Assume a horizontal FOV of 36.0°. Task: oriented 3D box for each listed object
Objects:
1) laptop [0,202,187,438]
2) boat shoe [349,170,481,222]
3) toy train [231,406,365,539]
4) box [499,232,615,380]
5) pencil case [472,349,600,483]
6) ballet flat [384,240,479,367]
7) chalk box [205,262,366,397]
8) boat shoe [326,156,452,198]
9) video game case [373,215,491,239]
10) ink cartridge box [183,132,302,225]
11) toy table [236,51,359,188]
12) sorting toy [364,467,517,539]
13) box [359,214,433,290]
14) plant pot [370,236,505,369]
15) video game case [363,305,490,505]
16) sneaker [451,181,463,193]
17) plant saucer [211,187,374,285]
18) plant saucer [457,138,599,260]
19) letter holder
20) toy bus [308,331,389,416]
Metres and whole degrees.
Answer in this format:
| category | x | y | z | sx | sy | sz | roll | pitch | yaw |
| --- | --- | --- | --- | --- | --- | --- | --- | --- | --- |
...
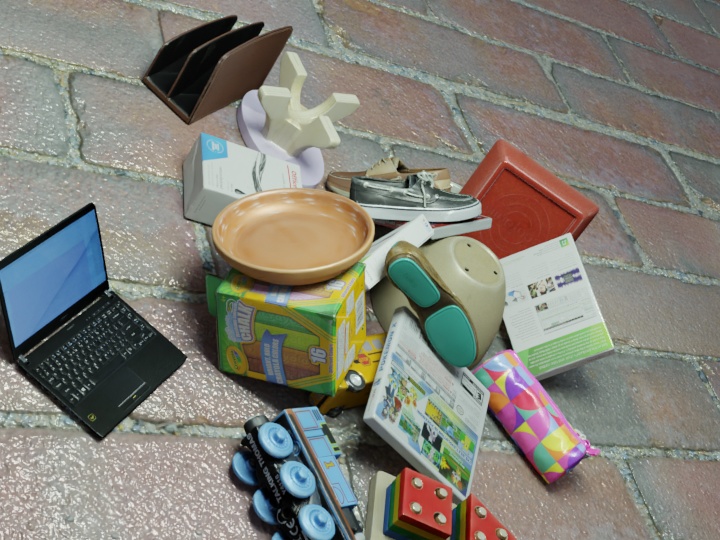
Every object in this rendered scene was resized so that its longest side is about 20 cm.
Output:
| category | x | y | z | sx | sy | sz | roll | pitch | yaw |
| --- | --- | --- | --- | --- | --- | --- | --- | --- | --- |
| laptop | -0.297 | 0.052 | 1.252 | 0.200 | 0.103 | 0.177 | 41 | 38 | 2 |
| boat shoe | 0.081 | -0.111 | 1.615 | 0.198 | 0.068 | 0.074 | 3 | 15 | -5 |
| toy train | -0.064 | 0.249 | 1.264 | 0.114 | 0.087 | 0.200 | 0 | 52 | -47 |
| box | 0.286 | 0.058 | 1.686 | 0.036 | 0.144 | 0.201 | 50 | 22 | -62 |
| pencil case | 0.243 | 0.203 | 1.566 | 0.200 | 0.088 | 0.088 | 50 | 38 | 15 |
| ballet flat | 0.095 | 0.037 | 1.444 | 0.200 | 0.068 | 0.072 | 51 | 22 | -25 |
| chalk box | -0.104 | 0.053 | 1.367 | 0.199 | 0.125 | 0.124 | 10 | 35 | 15 |
| boat shoe | 0.046 | -0.141 | 1.703 | 0.199 | 0.072 | 0.076 | 8 | 17 | 12 |
| video game case | 0.078 | -0.084 | 1.679 | 0.199 | 0.018 | 0.143 | 18 | 20 | 41 |
| ink cartridge box | -0.146 | -0.108 | 1.571 | 0.199 | 0.067 | 0.116 | 16 | 42 | -27 |
| toy table | -0.102 | -0.231 | 1.695 | 0.183 | 0.117 | 0.200 | -15 | 63 | -47 |
| sorting toy | 0.105 | 0.344 | 1.317 | 0.198 | 0.070 | 0.200 | 27 | 39 | -16 |
| box | 0.000 | 0.000 | 1.506 | 0.036 | 0.144 | 0.200 | 58 | 37 | -4 |
| plant pot | 0.134 | 0.029 | 1.610 | 0.200 | 0.135 | 0.201 | 23 | 41 | -21 |
| video game case | 0.091 | 0.175 | 1.438 | 0.200 | 0.022 | 0.183 | 46 | 43 | -28 |
| sneaker | 0.187 | -0.074 | 1.829 | 0.199 | 0.078 | 0.080 | 22 | 59 | -14 |
| plant saucer | -0.082 | -0.039 | 1.362 | 0.199 | 0.038 | 0.200 | 0 | 33 | 0 |
| plant saucer | 0.241 | -0.071 | 1.747 | 0.199 | 0.200 | 0.037 | 34 | 18 | -7 |
| letter holder | -0.210 | -0.332 | 1.684 | 0.101 | 0.142 | 0.200 | 43 | 38 | 5 |
| toy bus | 0.014 | 0.130 | 1.463 | 0.199 | 0.065 | 0.078 | -8 | 57 | -44 |
